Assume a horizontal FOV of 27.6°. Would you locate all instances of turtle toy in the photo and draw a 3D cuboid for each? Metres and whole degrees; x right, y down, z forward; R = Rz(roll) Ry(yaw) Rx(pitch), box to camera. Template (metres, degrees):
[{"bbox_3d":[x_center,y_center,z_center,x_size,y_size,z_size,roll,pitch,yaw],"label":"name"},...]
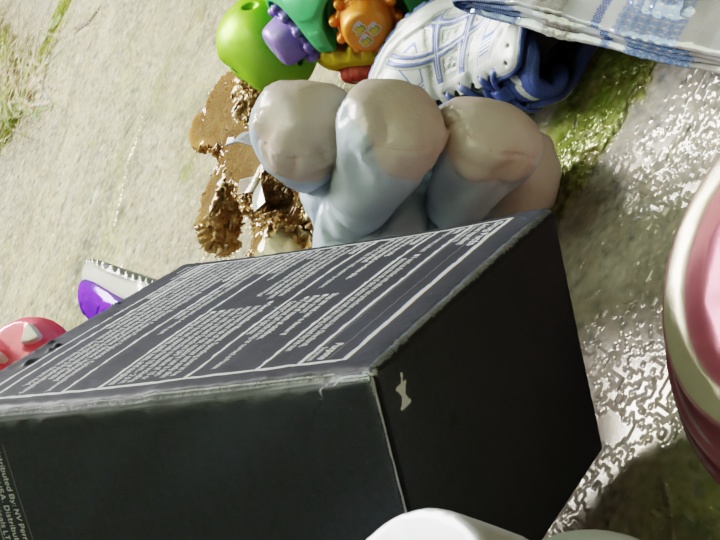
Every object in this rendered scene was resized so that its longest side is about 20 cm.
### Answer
[{"bbox_3d":[-0.012,-0.164,0.900,0.199,0.145,0.102,-1,92,44],"label":"turtle toy"}]

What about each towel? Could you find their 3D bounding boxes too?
[{"bbox_3d":[0.146,-0.173,0.706,0.200,0.024,0.147,22,86,39],"label":"towel"}]

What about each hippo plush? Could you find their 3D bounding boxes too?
[{"bbox_3d":[0.000,0.000,0.741,0.199,0.159,0.162,0,79,37],"label":"hippo plush"}]

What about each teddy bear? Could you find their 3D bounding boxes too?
[{"bbox_3d":[-0.048,-0.060,0.963,0.200,0.067,0.145,33,98,54],"label":"teddy bear"}]

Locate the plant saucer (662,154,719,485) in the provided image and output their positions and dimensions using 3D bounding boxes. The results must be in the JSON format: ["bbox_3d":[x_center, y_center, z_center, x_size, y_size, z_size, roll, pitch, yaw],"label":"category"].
[{"bbox_3d":[0.187,-0.001,0.556,0.200,0.051,0.201,-36,41,40],"label":"plant saucer"}]

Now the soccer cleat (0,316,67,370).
[{"bbox_3d":[-0.164,0.121,0.845,0.066,0.076,0.201,-23,76,12],"label":"soccer cleat"}]

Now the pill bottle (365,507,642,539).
[{"bbox_3d":[0.086,0.145,0.459,0.114,0.199,0.115,-36,41,39],"label":"pill bottle"}]

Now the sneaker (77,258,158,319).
[{"bbox_3d":[-0.129,0.055,0.861,0.200,0.069,0.100,14,85,61],"label":"sneaker"}]

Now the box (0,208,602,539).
[{"bbox_3d":[-0.028,0.069,0.605,0.198,0.124,0.200,-9,14,28],"label":"box"}]

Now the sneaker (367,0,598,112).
[{"bbox_3d":[0.072,-0.115,0.795,0.200,0.075,0.088,-47,35,30],"label":"sneaker"}]
